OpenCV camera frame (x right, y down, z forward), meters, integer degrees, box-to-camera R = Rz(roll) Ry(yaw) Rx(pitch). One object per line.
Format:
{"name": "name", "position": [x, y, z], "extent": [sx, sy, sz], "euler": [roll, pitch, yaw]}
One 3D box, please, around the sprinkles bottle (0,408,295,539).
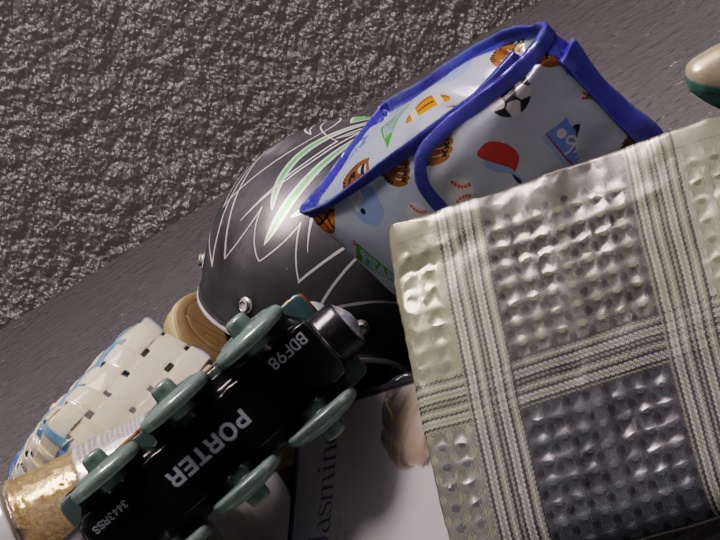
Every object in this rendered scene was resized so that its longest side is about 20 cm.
{"name": "sprinkles bottle", "position": [-0.130, 0.121, 1.341], "extent": [0.200, 0.068, 0.068], "euler": [-26, 10, 0]}

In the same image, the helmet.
{"name": "helmet", "position": [0.000, 0.000, 1.422], "extent": [0.200, 0.191, 0.200], "euler": [-10, 46, 10]}

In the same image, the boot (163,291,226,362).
{"name": "boot", "position": [-0.099, 0.073, 1.759], "extent": [0.200, 0.073, 0.155], "euler": [7, -23, -43]}

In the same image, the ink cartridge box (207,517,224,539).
{"name": "ink cartridge box", "position": [-0.123, 0.223, 1.249], "extent": [0.145, 0.088, 0.200], "euler": [-31, 11, 0]}

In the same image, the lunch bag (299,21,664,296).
{"name": "lunch bag", "position": [0.092, -0.034, 1.254], "extent": [0.200, 0.170, 0.124], "euler": [-27, 23, 51]}

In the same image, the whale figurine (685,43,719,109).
{"name": "whale figurine", "position": [0.279, -0.077, 1.277], "extent": [0.200, 0.104, 0.159], "euler": [17, 33, 24]}

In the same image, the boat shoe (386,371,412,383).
{"name": "boat shoe", "position": [0.053, 0.107, 1.252], "extent": [0.071, 0.091, 0.200], "euler": [-29, 9, -10]}

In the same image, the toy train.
{"name": "toy train", "position": [-0.079, 0.089, 1.249], "extent": [0.200, 0.085, 0.114], "euler": [-43, 4, 1]}

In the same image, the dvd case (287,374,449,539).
{"name": "dvd case", "position": [0.026, 0.124, 1.214], "extent": [0.200, 0.018, 0.143], "euler": [-21, 59, 49]}

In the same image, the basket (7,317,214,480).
{"name": "basket", "position": [-0.170, 0.146, 1.654], "extent": [0.176, 0.139, 0.200], "euler": [-50, -7, -34]}

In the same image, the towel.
{"name": "towel", "position": [0.118, 0.038, 1.131], "extent": [0.193, 0.200, 0.035], "euler": [-18, -25, 17]}

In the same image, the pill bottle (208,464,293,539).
{"name": "pill bottle", "position": [-0.084, 0.138, 1.472], "extent": [0.112, 0.112, 0.200], "euler": [-29, 11, 20]}
